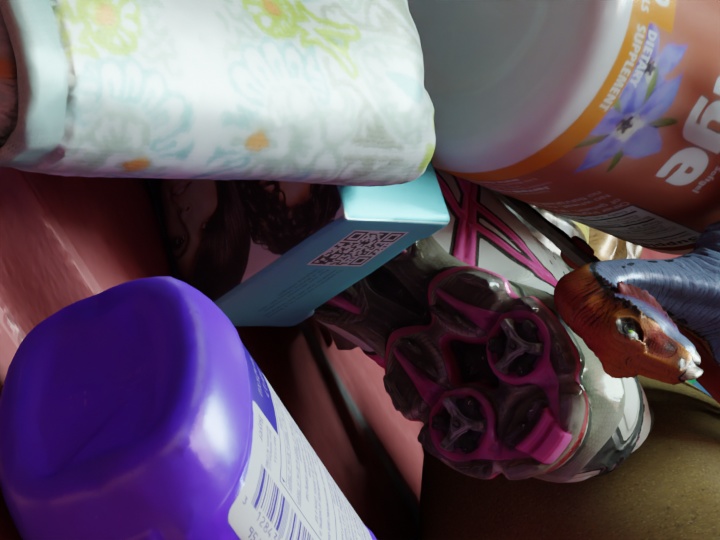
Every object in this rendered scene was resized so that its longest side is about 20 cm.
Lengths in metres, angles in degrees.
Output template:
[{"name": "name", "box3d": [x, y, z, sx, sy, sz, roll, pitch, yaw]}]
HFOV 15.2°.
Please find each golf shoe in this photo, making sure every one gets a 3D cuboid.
[{"name": "golf shoe", "box3d": [0.019, -0.001, 0.923, 0.200, 0.073, 0.092, 50, 20, 26]}]

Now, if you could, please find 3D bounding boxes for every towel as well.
[{"name": "towel", "box3d": [-0.066, -0.119, 0.774, 0.171, 0.048, 0.201, -2, 68, -46]}]

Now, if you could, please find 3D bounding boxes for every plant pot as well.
[{"name": "plant pot", "box3d": [0.097, 0.113, 0.986, 0.187, 0.186, 0.200, 58, 4, -37]}]

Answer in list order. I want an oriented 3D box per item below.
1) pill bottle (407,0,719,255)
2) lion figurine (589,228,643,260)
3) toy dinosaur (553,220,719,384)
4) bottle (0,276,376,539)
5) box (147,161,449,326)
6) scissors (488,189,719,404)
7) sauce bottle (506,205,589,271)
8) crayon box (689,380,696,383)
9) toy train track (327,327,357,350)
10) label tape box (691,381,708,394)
[{"name": "pill bottle", "box3d": [0.095, -0.069, 0.931, 0.200, 0.112, 0.113, 17, 49, -49]}, {"name": "lion figurine", "box3d": [0.086, 0.021, 1.164, 0.073, 0.122, 0.201, 54, 19, -47]}, {"name": "toy dinosaur", "box3d": [0.143, 0.024, 0.906, 0.200, 0.180, 0.105, 104, -26, -52]}, {"name": "bottle", "box3d": [-0.024, 0.093, 0.714, 0.084, 0.065, 0.200, -97, 161, -48]}, {"name": "box", "box3d": [-0.042, -0.089, 0.882, 0.049, 0.082, 0.201, 1, 64, -45]}, {"name": "scissors", "box3d": [0.086, 0.001, 0.963, 0.200, 0.014, 0.073, 40, 12, 6]}, {"name": "sauce bottle", "box3d": [0.071, -0.077, 1.153, 0.065, 0.064, 0.201, 54, 36, -48]}, {"name": "crayon box", "box3d": [0.198, 0.150, 1.302, 0.200, 0.058, 0.119, 45, -19, 19]}, {"name": "toy train track", "box3d": [0.000, 0.000, 1.045, 0.115, 0.032, 0.200, 65, 12, -7]}, {"name": "label tape box", "box3d": [0.132, 0.146, 1.101, 0.201, 0.143, 0.066, -99, 162, -45]}]
